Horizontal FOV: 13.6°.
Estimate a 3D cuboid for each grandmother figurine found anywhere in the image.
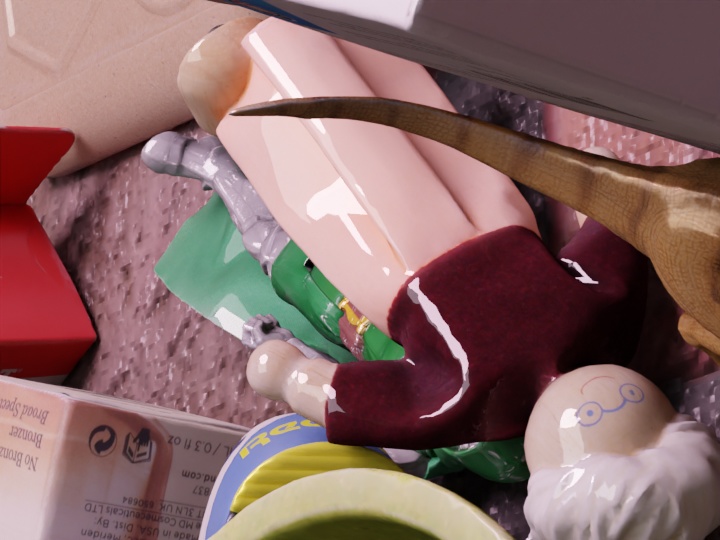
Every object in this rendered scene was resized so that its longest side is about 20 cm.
[{"bbox_3d":[0.026,0.004,0.803,0.121,0.061,0.200,-35,58,-8],"label":"grandmother figurine"}]

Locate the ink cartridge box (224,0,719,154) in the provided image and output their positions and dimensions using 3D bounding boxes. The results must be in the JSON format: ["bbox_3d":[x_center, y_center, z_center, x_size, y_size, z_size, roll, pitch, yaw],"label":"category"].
[{"bbox_3d":[0.072,-0.106,0.680,0.147,0.199,0.147,21,95,56],"label":"ink cartridge box"}]

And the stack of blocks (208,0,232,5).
[{"bbox_3d":[-0.016,-0.182,0.891,0.115,0.058,0.201,8,88,58],"label":"stack of blocks"}]

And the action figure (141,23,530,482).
[{"bbox_3d":[0.000,0.000,0.889,0.200,0.055,0.119,48,116,47],"label":"action figure"}]

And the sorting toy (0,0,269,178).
[{"bbox_3d":[-0.084,-0.147,1.048,0.185,0.036,0.201,-19,81,52],"label":"sorting toy"}]

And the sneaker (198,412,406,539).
[{"bbox_3d":[-0.020,0.132,0.851,0.082,0.074,0.201,-121,40,-70],"label":"sneaker"}]

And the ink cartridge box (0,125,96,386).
[{"bbox_3d":[-0.177,0.037,1.067,0.200,0.116,0.067,-51,56,34],"label":"ink cartridge box"}]

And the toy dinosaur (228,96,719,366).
[{"bbox_3d":[0.081,-0.010,0.710,0.199,0.106,0.061,23,82,20],"label":"toy dinosaur"}]

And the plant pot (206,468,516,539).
[{"bbox_3d":[0.063,0.153,0.615,0.200,0.189,0.201,-23,61,51],"label":"plant pot"}]

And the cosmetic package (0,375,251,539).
[{"bbox_3d":[-0.102,0.138,0.956,0.103,0.087,0.201,7,85,55],"label":"cosmetic package"}]
